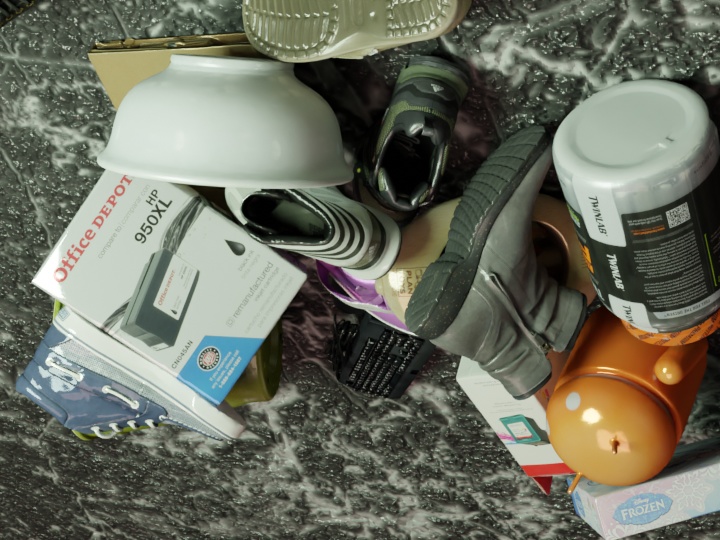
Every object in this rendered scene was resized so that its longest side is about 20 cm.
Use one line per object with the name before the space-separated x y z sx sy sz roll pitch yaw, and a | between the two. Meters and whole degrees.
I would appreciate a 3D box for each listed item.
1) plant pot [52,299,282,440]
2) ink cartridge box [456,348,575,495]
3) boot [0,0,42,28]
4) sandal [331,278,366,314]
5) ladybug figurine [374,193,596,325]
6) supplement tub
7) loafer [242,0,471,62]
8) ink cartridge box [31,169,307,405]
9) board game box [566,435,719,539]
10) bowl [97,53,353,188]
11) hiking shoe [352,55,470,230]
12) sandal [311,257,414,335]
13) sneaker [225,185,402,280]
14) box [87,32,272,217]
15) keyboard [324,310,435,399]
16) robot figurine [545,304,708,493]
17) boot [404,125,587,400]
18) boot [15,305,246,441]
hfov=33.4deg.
plant pot | -0.181 0.070 1.208 0.193 0.201 0.200 -1 139 6
ink cartridge box | 0.175 0.117 1.155 0.067 0.116 0.200 -11 133 33
boot | -0.260 -0.215 0.924 0.200 0.138 0.077 -8 134 28
sandal | 0.048 0.007 1.136 0.200 0.043 0.076 -16 130 36
ladybug figurine | 0.110 -0.003 1.037 0.200 0.072 0.136 -5 99 -6
supplement tub | 0.231 -0.039 0.942 0.122 0.123 0.200 -3 136 25
loafer | -0.002 -0.192 0.896 0.200 0.068 0.076 8 100 35
ink cartridge box | -0.169 0.003 1.078 0.200 0.145 0.084 34 -178 -6
board game box | 0.302 0.192 1.106 0.200 0.043 0.199 -16 174 2
bowl | -0.102 -0.121 0.938 0.201 0.201 0.090 7 102 15
hiking shoe | 0.028 -0.082 0.992 0.076 0.101 0.200 19 142 0
sandal | -0.004 0.004 1.098 0.203 0.050 0.082 39 135 -9
sneaker | -0.068 -0.059 0.984 0.200 0.076 0.115 24 -179 42
box | -0.132 -0.124 1.073 0.163 0.021 0.200 1 137 21
keyboard | 0.008 0.098 1.232 0.104 0.040 0.200 21 154 0
robot figurine | 0.232 0.103 1.044 0.144 0.200 0.117 -1 129 35
boot | 0.134 -0.006 0.977 0.132 0.200 0.070 29 -177 -18
boot | -0.208 0.119 1.091 0.200 0.090 0.073 34 -178 -12
